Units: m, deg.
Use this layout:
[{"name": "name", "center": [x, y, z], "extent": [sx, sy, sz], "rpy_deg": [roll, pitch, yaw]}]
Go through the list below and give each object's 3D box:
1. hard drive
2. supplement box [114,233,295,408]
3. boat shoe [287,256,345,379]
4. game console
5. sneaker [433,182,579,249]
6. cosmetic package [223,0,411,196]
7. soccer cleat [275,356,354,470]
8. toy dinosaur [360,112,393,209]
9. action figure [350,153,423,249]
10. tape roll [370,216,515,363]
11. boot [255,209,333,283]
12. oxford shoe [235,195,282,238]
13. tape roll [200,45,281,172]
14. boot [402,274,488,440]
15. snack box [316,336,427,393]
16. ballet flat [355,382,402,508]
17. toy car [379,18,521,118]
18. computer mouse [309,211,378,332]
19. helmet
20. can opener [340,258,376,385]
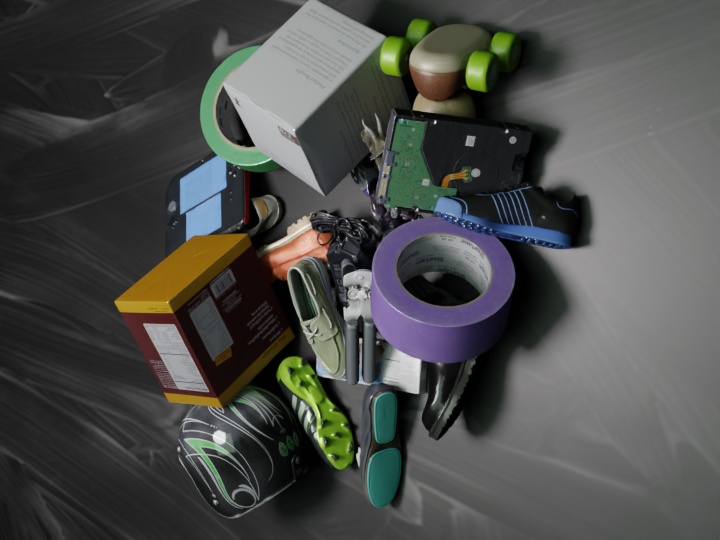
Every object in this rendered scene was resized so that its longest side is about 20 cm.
[{"name": "hard drive", "center": [0.129, -0.146, 1.553], "extent": [0.038, 0.199, 0.141], "rpy_deg": [-108, 25, -63]}, {"name": "supplement box", "center": [-0.243, 0.077, 1.769], "extent": [0.132, 0.197, 0.201], "rpy_deg": [0, 122, 41]}, {"name": "boat shoe", "center": [-0.068, 0.079, 1.731], "extent": [0.072, 0.062, 0.201], "rpy_deg": [-18, 92, 37]}, {"name": "game console", "center": [-0.263, -0.116, 1.891], "extent": [0.199, 0.031, 0.178], "rpy_deg": [-26, 50, 34]}, {"name": "sneaker", "center": [0.204, -0.087, 1.539], "extent": [0.199, 0.070, 0.078], "rpy_deg": [13, 83, -1]}, {"name": "cosmetic package", "center": [-0.061, -0.257, 1.647], "extent": [0.165, 0.165, 0.200], "rpy_deg": [36, 75, 33]}, {"name": "soccer cleat", "center": [-0.073, 0.232, 1.790], "extent": [0.201, 0.067, 0.081], "rpy_deg": [61, 151, 9]}, {"name": "toy dinosaur", "center": [0.086, -0.142, 1.600], "extent": [0.199, 0.077, 0.103], "rpy_deg": [16, 135, 2]}, {"name": "action figure", "center": [0.042, -0.084, 1.693], "extent": [0.130, 0.069, 0.201], "rpy_deg": [-19, 83, 29]}, {"name": "tape roll", "center": [0.114, 0.025, 1.556], "extent": [0.200, 0.200, 0.085], "rpy_deg": [39, 149, 28]}, {"name": "boot", "center": [-0.111, -0.003, 1.803], "extent": [0.200, 0.075, 0.108], "rpy_deg": [-34, 78, 31]}, {"name": "oxford shoe", "center": [-0.216, -0.066, 1.884], "extent": [0.200, 0.058, 0.076], "rpy_deg": [-34, 74, 33]}, {"name": "tape roll", "center": [-0.166, -0.264, 1.817], "extent": [0.199, 0.048, 0.202], "rpy_deg": [-3, 81, 22]}, {"name": "boot", "center": [0.097, 0.125, 1.629], "extent": [0.157, 0.079, 0.212], "rpy_deg": [23, 89, 19]}, {"name": "snack box", "center": [0.015, 0.143, 1.741], "extent": [0.199, 0.024, 0.072], "rpy_deg": [6, 96, 35]}, {"name": "ballet flat", "center": [0.027, 0.264, 1.714], "extent": [0.073, 0.073, 0.201], "rpy_deg": [13, 110, 35]}, {"name": "toy car", "center": [0.130, -0.243, 1.607], "extent": [0.163, 0.158, 0.201], "rpy_deg": [15, 125, 25]}, {"name": "computer mouse", "center": [0.000, 0.000, 1.705], "extent": [0.138, 0.053, 0.201], "rpy_deg": [10, 122, 49]}, {"name": "helmet", "center": [-0.194, 0.277, 1.791], "extent": [0.199, 0.200, 0.191], "rpy_deg": [-31, 91, 32]}, {"name": "can opener", "center": [0.000, 0.079, 1.673], "extent": [0.052, 0.067, 0.201], "rpy_deg": [-4, 117, -6]}]
